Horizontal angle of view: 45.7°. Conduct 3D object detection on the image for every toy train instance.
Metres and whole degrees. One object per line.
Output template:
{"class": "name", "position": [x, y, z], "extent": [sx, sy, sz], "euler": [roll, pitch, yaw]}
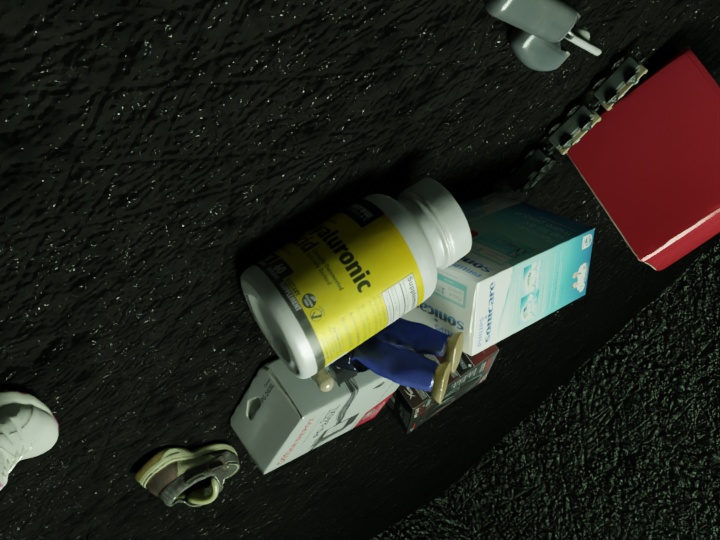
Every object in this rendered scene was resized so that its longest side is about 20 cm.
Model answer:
{"class": "toy train", "position": [0.241, -0.162, 0.952], "extent": [0.200, 0.034, 0.046], "euler": [-47, 162, 24]}

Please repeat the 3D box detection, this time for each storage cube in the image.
{"class": "storage cube", "position": [0.377, -0.126, 1.036], "extent": [0.179, 0.201, 0.170], "euler": [-37, 162, 19]}

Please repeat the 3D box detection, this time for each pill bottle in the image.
{"class": "pill bottle", "position": [0.000, 0.000, 0.776], "extent": [0.199, 0.112, 0.112], "euler": [-32, 160, -17]}

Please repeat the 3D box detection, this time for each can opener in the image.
{"class": "can opener", "position": [0.132, -0.191, 0.673], "extent": [0.067, 0.054, 0.199], "euler": [-49, 156, 26]}

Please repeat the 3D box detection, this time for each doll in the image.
{"class": "doll", "position": [-0.007, 0.068, 0.826], "extent": [0.049, 0.197, 0.137], "euler": [89, 24, -43]}

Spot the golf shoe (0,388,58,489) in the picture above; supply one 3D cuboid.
{"class": "golf shoe", "position": [-0.283, 0.136, 0.619], "extent": [0.075, 0.092, 0.200], "euler": [-41, 161, 7]}

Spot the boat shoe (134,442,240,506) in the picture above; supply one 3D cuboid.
{"class": "boat shoe", "position": [-0.202, 0.259, 1.056], "extent": [0.072, 0.066, 0.201], "euler": [-41, 160, 7]}

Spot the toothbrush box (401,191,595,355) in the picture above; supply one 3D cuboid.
{"class": "toothbrush box", "position": [0.131, -0.004, 0.916], "extent": [0.198, 0.146, 0.086], "euler": [-22, 124, -36]}

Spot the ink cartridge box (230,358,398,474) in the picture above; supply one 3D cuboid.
{"class": "ink cartridge box", "position": [-0.046, 0.153, 1.068], "extent": [0.199, 0.084, 0.146], "euler": [-21, 154, -40]}

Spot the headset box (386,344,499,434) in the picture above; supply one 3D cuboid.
{"class": "headset box", "position": [0.142, 0.174, 1.447], "extent": [0.199, 0.078, 0.149], "euler": [-31, 159, -16]}
